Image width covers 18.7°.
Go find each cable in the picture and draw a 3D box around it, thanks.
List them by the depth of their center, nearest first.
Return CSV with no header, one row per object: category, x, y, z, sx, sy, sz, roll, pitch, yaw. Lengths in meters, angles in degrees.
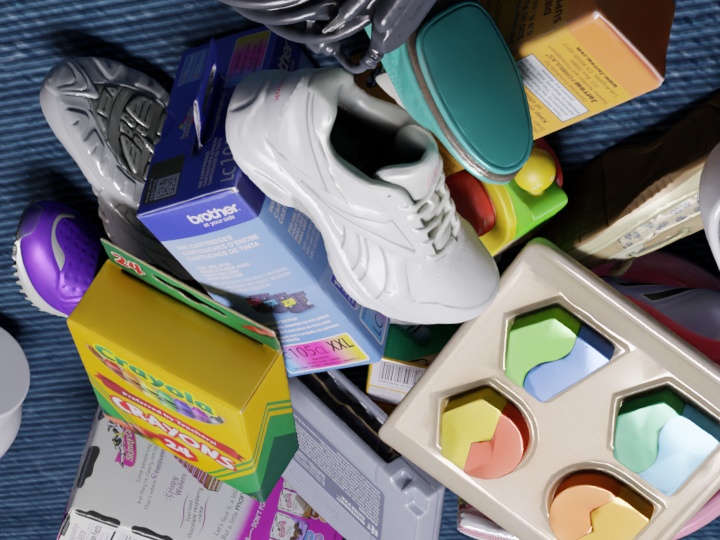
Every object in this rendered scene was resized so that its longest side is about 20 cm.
cable,-0.006,-0.211,1.101,0.163,0.051,0.200,38,113,10

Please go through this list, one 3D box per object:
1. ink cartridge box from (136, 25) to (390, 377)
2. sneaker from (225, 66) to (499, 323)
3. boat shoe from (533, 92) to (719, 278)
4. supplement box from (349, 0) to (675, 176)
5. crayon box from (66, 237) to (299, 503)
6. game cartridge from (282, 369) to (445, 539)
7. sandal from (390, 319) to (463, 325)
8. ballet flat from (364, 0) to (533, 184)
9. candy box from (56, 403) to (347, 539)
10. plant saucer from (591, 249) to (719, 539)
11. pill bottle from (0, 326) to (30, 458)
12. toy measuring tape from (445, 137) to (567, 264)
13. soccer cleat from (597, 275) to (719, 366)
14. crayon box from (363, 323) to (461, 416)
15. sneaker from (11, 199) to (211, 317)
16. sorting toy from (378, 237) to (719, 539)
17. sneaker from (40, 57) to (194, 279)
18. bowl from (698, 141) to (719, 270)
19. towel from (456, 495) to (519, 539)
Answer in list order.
ink cartridge box,-0.054,-0.049,1.297,0.076,0.137,0.200,-14,136,30
sneaker,0.018,-0.038,1.215,0.200,0.078,0.099,41,150,-28
boat shoe,0.183,-0.041,1.287,0.063,0.073,0.200,37,137,-24
supplement box,0.077,-0.112,1.233,0.200,0.067,0.069,-24,130,39
crayon box,-0.109,0.065,1.354,0.127,0.051,0.200,27,159,15
game cartridge,-0.019,0.124,1.517,0.200,0.041,0.133,42,148,24
sandal,0.004,0.002,1.419,0.202,0.050,0.082,6,166,39
ballet flat,0.027,-0.135,1.171,0.070,0.067,0.200,-19,100,58
candy box,-0.105,0.159,1.589,0.200,0.137,0.061,20,144,-8
plant saucer,0.164,0.078,1.401,0.200,0.051,0.201,1,104,5
pill bottle,-0.315,0.115,1.620,0.109,0.109,0.200,25,142,-15
toy measuring tape,0.075,-0.042,1.342,0.073,0.074,0.200,20,161,-8
soccer cleat,0.207,0.034,1.334,0.200,0.077,0.067,11,128,19
crayon box,0.101,0.089,1.496,0.199,0.058,0.119,12,144,2
sneaker,-0.148,0.016,1.464,0.099,0.070,0.200,-4,144,29
sorting toy,0.128,0.099,1.334,0.185,0.036,0.200,36,126,-2
sneaker,-0.141,-0.051,1.365,0.099,0.078,0.200,-8,134,43
bowl,0.288,-0.042,1.208,0.199,0.075,0.200,-31,131,7
towel,0.139,0.168,1.515,0.146,0.030,0.200,12,-174,2
